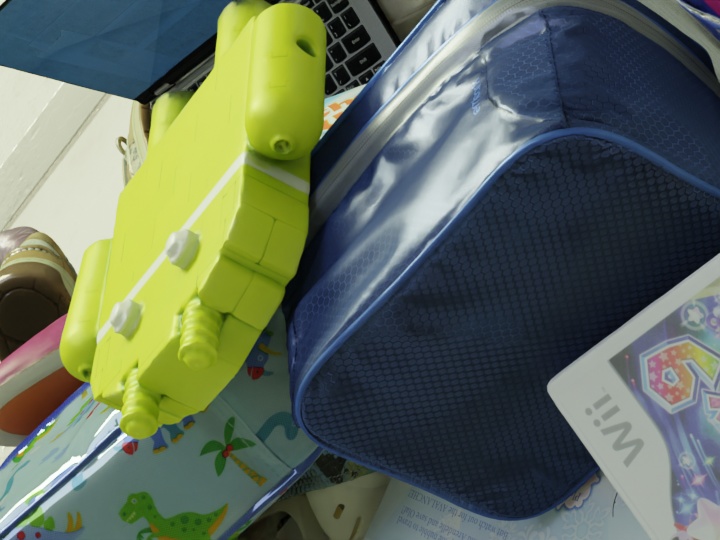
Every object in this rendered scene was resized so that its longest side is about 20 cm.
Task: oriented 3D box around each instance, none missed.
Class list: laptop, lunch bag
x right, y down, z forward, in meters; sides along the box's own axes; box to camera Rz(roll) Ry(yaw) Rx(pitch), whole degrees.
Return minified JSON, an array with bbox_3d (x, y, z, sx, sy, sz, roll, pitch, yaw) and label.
[{"bbox_3d":[-0.083,-0.091,0.953,0.187,0.201,0.116,-29,4,44],"label":"laptop"},{"bbox_3d":[0.054,-0.012,0.679,0.200,0.135,0.133,-46,32,29],"label":"lunch bag"},{"bbox_3d":[-0.095,0.084,0.819,0.200,0.083,0.161,-42,10,8],"label":"lunch bag"}]

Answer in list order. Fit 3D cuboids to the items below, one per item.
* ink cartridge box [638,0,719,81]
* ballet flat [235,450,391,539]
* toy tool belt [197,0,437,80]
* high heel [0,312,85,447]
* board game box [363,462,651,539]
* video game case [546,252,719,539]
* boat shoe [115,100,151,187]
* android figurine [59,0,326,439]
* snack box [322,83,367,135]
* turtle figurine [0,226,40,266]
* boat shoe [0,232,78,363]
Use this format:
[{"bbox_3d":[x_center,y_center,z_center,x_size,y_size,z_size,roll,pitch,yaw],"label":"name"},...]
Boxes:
[{"bbox_3d":[0.141,-0.111,0.725,0.042,0.119,0.200,-51,31,9],"label":"ink cartridge box"},{"bbox_3d":[-0.022,0.108,0.870,0.200,0.074,0.075,-31,42,48],"label":"ballet flat"},{"bbox_3d":[0.006,-0.163,1.009,0.199,0.126,0.123,-25,6,43],"label":"toy tool belt"},{"bbox_3d":[-0.134,0.024,0.935,0.096,0.199,0.068,40,141,40],"label":"high heel"},{"bbox_3d":[0.104,0.052,0.730,0.199,0.043,0.200,15,78,59],"label":"board game box"},{"bbox_3d":[0.171,0.042,0.567,0.200,0.018,0.144,-41,81,33],"label":"video game case"},{"bbox_3d":[-0.123,-0.045,1.128,0.063,0.073,0.201,-46,36,33],"label":"boat shoe"},{"bbox_3d":[-0.067,-0.021,0.720,0.182,0.041,0.201,-46,27,37],"label":"android figurine"},{"bbox_3d":[0.029,-0.065,0.822,0.198,0.037,0.116,-19,19,13],"label":"snack box"},{"bbox_3d":[-0.202,0.062,1.141,0.100,0.151,0.201,-15,35,-2],"label":"turtle figurine"},{"bbox_3d":[-0.163,0.072,1.028,0.076,0.071,0.202,-88,-8,-62],"label":"boat shoe"}]
